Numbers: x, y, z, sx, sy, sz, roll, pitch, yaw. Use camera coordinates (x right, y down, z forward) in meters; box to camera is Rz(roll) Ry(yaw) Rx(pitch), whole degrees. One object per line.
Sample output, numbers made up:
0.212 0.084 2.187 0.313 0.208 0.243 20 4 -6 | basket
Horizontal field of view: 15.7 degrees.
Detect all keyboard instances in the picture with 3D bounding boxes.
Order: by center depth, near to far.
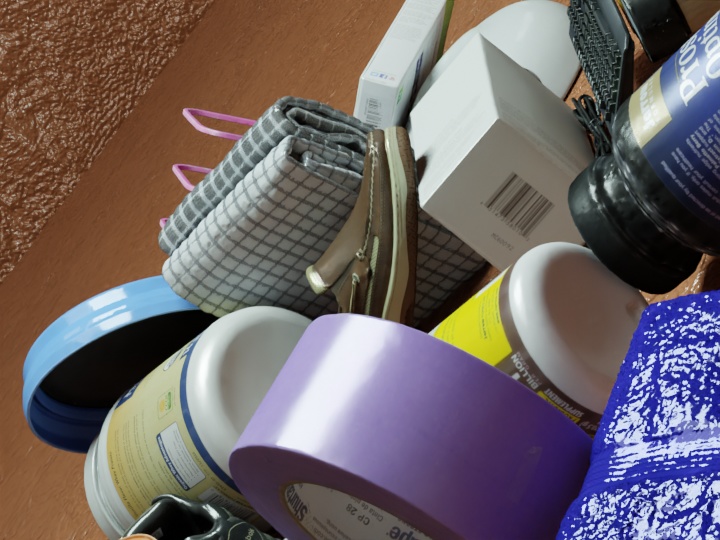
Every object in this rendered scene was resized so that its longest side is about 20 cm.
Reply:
0.161 -0.134 1.773 0.200 0.020 0.128 -98 6 -65 | keyboard

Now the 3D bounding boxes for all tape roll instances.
0.036 0.114 1.352 0.085 0.200 0.200 -59 15 -21 | tape roll

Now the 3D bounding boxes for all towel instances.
0.165 0.084 1.229 0.147 0.050 0.201 -8 43 37 | towel
-0.023 -0.029 1.868 0.166 0.199 0.086 -45 39 34 | towel

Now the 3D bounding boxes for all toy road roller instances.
0.206 -0.239 1.703 0.122 0.147 0.200 -26 16 7 | toy road roller

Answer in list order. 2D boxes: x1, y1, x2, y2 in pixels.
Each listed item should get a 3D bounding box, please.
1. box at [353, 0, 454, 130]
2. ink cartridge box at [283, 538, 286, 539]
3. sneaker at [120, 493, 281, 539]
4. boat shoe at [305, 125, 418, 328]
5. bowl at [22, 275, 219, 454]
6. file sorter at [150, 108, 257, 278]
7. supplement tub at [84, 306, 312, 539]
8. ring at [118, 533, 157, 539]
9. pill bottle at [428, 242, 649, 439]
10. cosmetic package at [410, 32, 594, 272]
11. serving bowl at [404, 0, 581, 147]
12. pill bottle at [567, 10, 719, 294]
0.030 -0.137 2.127 0.200 0.036 0.145 -60 -16 -55 | box
-0.041 0.255 1.496 0.146 0.084 0.200 -48 15 23 | ink cartridge box
-0.132 0.217 1.821 0.199 0.114 0.076 -38 18 50 | sneaker
0.000 0.002 1.769 0.075 0.074 0.204 -96 6 -73 | boat shoe
-0.158 0.069 1.947 0.201 0.200 0.040 -43 55 34 | bowl
-0.096 -0.020 2.084 0.139 0.125 0.201 -132 53 -75 | file sorter
-0.101 0.125 1.871 0.200 0.144 0.145 -36 22 48 | supplement tub
-0.185 0.255 1.655 0.200 0.019 0.201 -42 23 22 | ring
0.075 0.077 1.499 0.200 0.109 0.110 -42 18 39 | pill bottle
0.101 -0.076 1.785 0.085 0.107 0.200 -49 13 15 | cosmetic package
0.092 -0.136 2.039 0.200 0.066 0.200 -50 15 18 | serving bowl
0.210 -0.079 1.435 0.200 0.112 0.112 -44 17 31 | pill bottle
